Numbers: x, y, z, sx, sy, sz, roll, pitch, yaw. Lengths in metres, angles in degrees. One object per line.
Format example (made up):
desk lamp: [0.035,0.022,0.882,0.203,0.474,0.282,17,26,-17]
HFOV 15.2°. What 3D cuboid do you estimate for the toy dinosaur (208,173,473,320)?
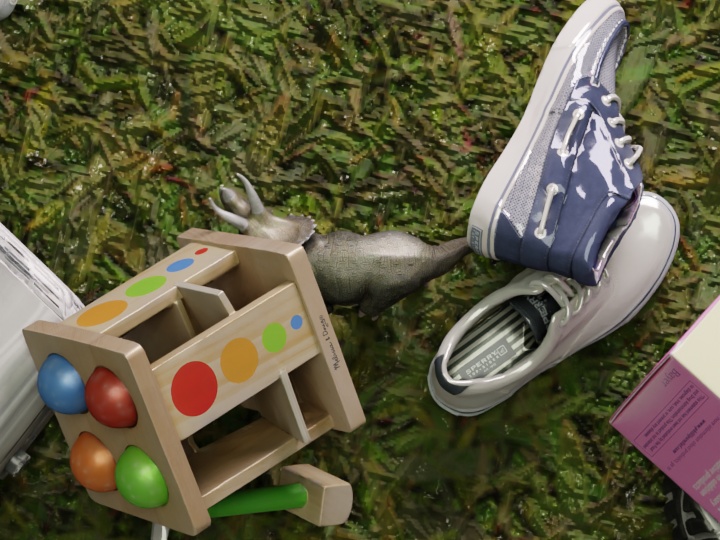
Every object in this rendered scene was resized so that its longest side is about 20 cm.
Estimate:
toy dinosaur: [0.000,0.000,1.725,0.199,0.102,0.077,11,82,2]

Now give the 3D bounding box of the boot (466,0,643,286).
boot: [0.150,-0.081,1.731,0.090,0.073,0.201,20,69,21]

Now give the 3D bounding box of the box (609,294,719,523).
box: [0.291,0.088,1.681,0.200,0.097,0.176,41,54,6]

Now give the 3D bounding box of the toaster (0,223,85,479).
toaster: [-0.261,0.032,1.717,0.200,0.114,0.129,43,80,6]

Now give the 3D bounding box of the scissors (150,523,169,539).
scissors: [-0.116,0.109,1.753,0.073,0.014,0.201,-7,80,-3]

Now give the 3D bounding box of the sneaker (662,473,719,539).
sneaker: [0.274,0.185,1.719,0.090,0.078,0.200,-41,89,-14]

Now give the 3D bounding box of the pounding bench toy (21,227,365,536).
pounding bench toy: [-0.096,0.102,1.665,0.156,0.124,0.201,-32,114,-30]

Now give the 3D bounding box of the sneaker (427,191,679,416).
sneaker: [0.129,0.023,1.737,0.200,0.071,0.073,-42,84,-6]

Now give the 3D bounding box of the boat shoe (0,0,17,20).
boat shoe: [-0.241,-0.263,1.783,0.070,0.071,0.202,8,86,33]
